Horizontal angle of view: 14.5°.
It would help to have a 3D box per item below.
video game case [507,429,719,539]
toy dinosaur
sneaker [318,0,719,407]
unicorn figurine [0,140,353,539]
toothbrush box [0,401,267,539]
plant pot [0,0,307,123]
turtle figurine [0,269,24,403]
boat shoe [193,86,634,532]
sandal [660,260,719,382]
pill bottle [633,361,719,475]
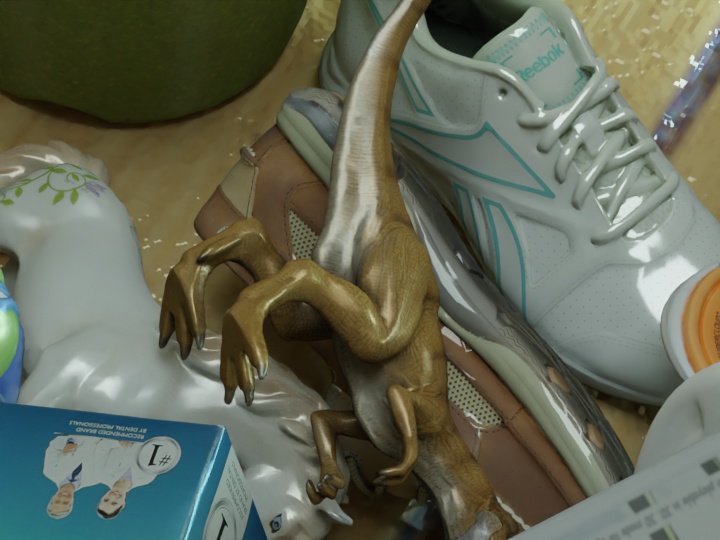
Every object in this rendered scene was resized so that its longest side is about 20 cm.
[{"bbox_3d":[0.101,0.132,0.676,0.199,0.022,0.183,-30,71,25],"label":"video game case"},{"bbox_3d":[0.000,0.000,0.809,0.106,0.060,0.202,-6,83,-29],"label":"toy dinosaur"},{"bbox_3d":[0.060,-0.035,0.903,0.070,0.080,0.200,-34,66,-28],"label":"sneaker"},{"bbox_3d":[-0.085,0.029,0.843,0.136,0.074,0.201,-15,60,-11],"label":"unicorn figurine"},{"bbox_3d":[-0.082,0.155,0.701,0.085,0.147,0.201,4,53,17],"label":"toothbrush box"},{"bbox_3d":[-0.075,-0.153,0.907,0.199,0.185,0.201,3,55,-4],"label":"plant pot"},{"bbox_3d":[-0.172,-0.052,0.738,0.193,0.200,0.145,25,82,31],"label":"turtle figurine"},{"bbox_3d":[0.023,0.038,0.859,0.072,0.076,0.200,-39,72,6],"label":"boat shoe"},{"bbox_3d":[0.177,0.001,0.863,0.206,0.059,0.079,-13,53,-37],"label":"sandal"},{"bbox_3d":[0.182,0.069,0.774,0.199,0.112,0.112,-6,54,-30],"label":"pill bottle"}]
